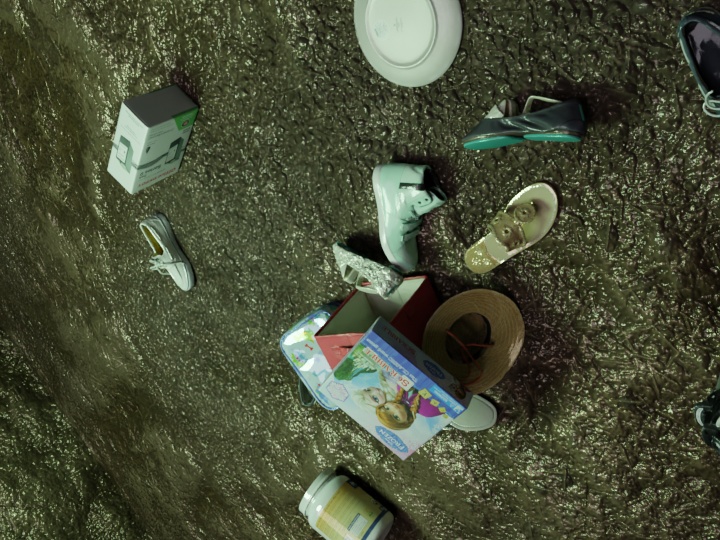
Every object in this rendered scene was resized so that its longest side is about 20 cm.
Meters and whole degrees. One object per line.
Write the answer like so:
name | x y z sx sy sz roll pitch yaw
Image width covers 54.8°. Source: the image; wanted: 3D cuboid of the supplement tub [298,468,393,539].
supplement tub | -0.035 0.583 1.654 0.199 0.144 0.146 34 132 19

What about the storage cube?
storage cube | 0.056 0.137 1.279 0.170 0.200 0.181 -8 117 41

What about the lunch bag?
lunch bag | -0.064 0.180 1.454 0.160 0.082 0.201 -35 93 24

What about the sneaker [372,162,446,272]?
sneaker | 0.094 -0.086 1.195 0.117 0.074 0.203 2 118 35

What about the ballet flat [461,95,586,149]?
ballet flat | 0.236 -0.217 1.011 0.198 0.073 0.074 4 118 45

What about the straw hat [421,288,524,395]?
straw hat | 0.184 0.112 1.225 0.085 0.198 0.204 -119 14 -68

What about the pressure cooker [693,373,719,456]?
pressure cooker | 0.536 0.174 0.874 0.178 0.200 0.176 37 143 3

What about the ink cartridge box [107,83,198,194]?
ink cartridge box | -0.443 -0.279 1.478 0.084 0.146 0.201 43 135 8

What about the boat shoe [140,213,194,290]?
boat shoe | -0.483 -0.033 1.700 0.074 0.086 0.204 -7 110 42

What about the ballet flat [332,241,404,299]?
ballet flat | 0.000 0.000 1.286 0.199 0.071 0.073 27 133 51

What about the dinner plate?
dinner plate | 0.066 -0.385 1.076 0.198 0.024 0.202 21 127 31

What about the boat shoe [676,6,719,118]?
boat shoe | 0.445 -0.222 0.827 0.075 0.062 0.201 -26 97 43

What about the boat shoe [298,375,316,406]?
boat shoe | -0.104 0.219 1.553 0.075 0.060 0.202 19 126 31

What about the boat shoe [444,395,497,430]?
boat shoe | 0.172 0.277 1.356 0.197 0.075 0.060 -1 157 23

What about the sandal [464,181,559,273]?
sandal | 0.230 -0.051 1.105 0.078 0.069 0.212 48 135 6

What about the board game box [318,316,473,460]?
board game box | 0.054 0.204 1.167 0.199 0.041 0.200 39 131 1
